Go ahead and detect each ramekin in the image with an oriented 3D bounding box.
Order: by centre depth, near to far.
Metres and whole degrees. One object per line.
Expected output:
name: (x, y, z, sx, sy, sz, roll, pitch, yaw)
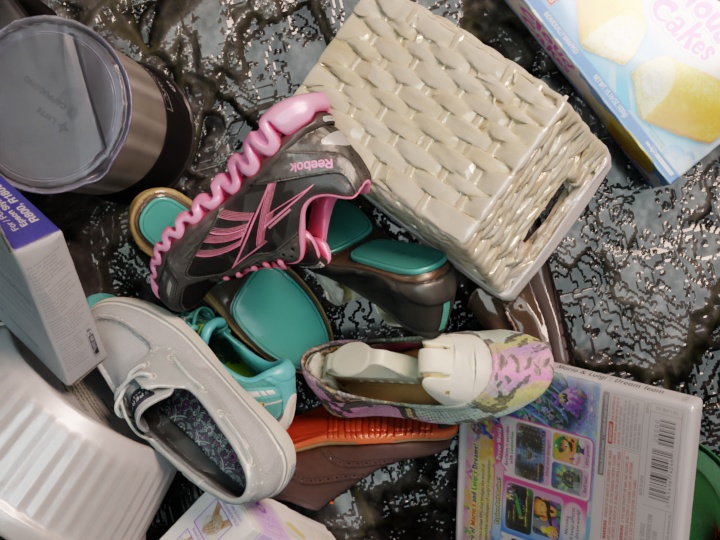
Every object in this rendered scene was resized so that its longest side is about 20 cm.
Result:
ramekin: (-0.224, 0.123, 0.778, 0.202, 0.202, 0.095, 38, 91, 2)

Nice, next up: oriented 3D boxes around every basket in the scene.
basket: (0.058, -0.095, 0.754, 0.199, 0.123, 0.136, 38, 94, 29)

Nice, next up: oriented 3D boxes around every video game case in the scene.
video game case: (0.153, 0.169, 0.773, 0.180, 0.024, 0.203, 12, 110, 35)

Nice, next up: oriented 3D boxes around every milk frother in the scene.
milk frother: (-0.247, -0.094, 0.778, 0.180, 0.188, 0.201, 35, 94, 3)

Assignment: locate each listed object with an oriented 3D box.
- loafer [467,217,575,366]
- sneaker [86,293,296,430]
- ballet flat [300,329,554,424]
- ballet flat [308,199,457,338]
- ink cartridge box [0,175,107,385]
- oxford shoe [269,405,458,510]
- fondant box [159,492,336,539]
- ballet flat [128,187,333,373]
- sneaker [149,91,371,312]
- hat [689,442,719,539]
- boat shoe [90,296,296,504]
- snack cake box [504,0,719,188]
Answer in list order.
loafer: (0.121, 0.027, 0.821, 0.070, 0.073, 0.203, -14, 85, 14)
sneaker: (-0.132, 0.061, 0.812, 0.198, 0.077, 0.081, 25, 115, 16)
ballet flat: (0.040, 0.074, 0.764, 0.198, 0.071, 0.070, -6, 65, 31)
ballet flat: (0.000, 0.000, 0.784, 0.067, 0.200, 0.069, -22, 119, -24)
ink cartridge box: (-0.258, -0.042, 0.688, 0.199, 0.201, 0.041, 38, 63, 23)
oxford shoe: (-0.017, 0.147, 0.836, 0.197, 0.071, 0.074, -7, 108, 11)
fondant box: (-0.119, 0.266, 0.801, 0.200, 0.144, 0.058, -47, 48, 3)
ballet flat: (-0.100, 0.004, 0.831, 0.200, 0.063, 0.069, 44, 82, -18)
sneaker: (-0.068, -0.026, 0.722, 0.096, 0.079, 0.200, 47, 118, 5)
hat: (0.225, 0.204, 0.757, 0.163, 0.176, 0.203, 5, 92, 3)
boat shoe: (-0.133, 0.089, 0.738, 0.200, 0.071, 0.070, 38, 107, 17)
snack cake box: (0.214, -0.178, 0.804, 0.115, 0.067, 0.201, -39, 89, 5)
